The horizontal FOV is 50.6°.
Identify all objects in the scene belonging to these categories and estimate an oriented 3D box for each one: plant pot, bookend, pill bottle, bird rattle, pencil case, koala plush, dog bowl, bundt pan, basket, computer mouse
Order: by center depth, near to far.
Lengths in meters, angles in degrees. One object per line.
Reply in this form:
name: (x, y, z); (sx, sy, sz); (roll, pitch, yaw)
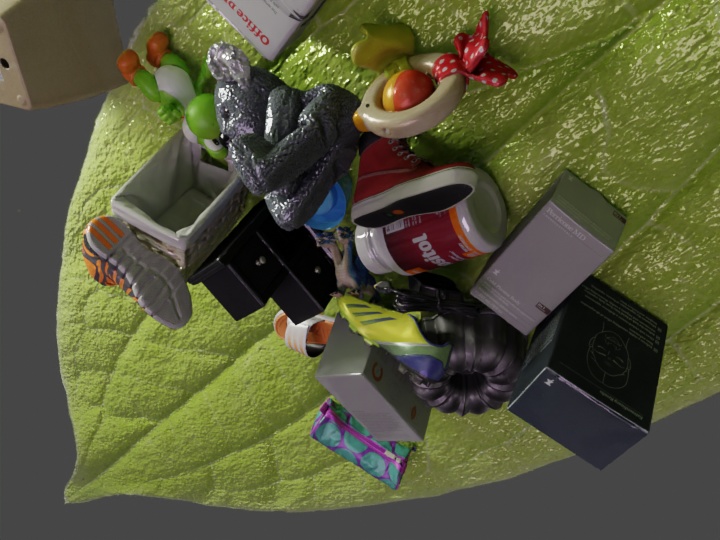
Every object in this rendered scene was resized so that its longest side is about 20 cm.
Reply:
bird rattle: (0.076, -0.215, 0.899); (0.197, 0.165, 0.113); (17, 152, 31)
koala plush: (-0.113, -0.195, 0.984); (0.199, 0.184, 0.178); (41, 174, 22)
pill bottle: (0.092, -0.059, 1.042); (0.198, 0.114, 0.114); (-17, 116, 40)
computer mouse: (0.080, 0.038, 1.065); (0.137, 0.200, 0.047); (9, 100, -12)
plant pot: (-0.486, -0.345, 1.108); (0.196, 0.178, 0.203); (16, 132, 19)
dog bowl: (-0.097, -0.148, 1.127); (0.198, 0.050, 0.112); (36, 136, 0)
bundt pan: (0.161, 0.150, 1.149); (0.197, 0.077, 0.204); (0, 135, 0)
bookend: (-0.127, 0.013, 1.172); (0.091, 0.201, 0.200); (-26, 110, 42)
basket: (-0.272, -0.097, 1.172); (0.134, 0.201, 0.124); (27, 140, 8)
pencil case: (0.002, 0.324, 1.434); (0.198, 0.086, 0.093); (31, 152, 5)

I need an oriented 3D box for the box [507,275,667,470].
box: (0.303, 0.127, 1.005); (0.147, 0.201, 0.108); (32, 136, 3)

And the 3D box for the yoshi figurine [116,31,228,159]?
yoshi figurine: (-0.248, -0.250, 1.078); (0.200, 0.112, 0.113); (46, 110, 4)

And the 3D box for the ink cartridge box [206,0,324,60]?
ink cartridge box: (-0.095, -0.379, 0.909); (0.146, 0.084, 0.199); (44, 135, -8)

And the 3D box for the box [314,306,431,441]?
box: (0.032, 0.171, 1.229); (0.096, 0.126, 0.201); (-8, 136, 35)

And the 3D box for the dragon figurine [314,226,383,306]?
dragon figurine: (0.000, 0.000, 1.179); (0.058, 0.102, 0.199); (-6, 159, 34)

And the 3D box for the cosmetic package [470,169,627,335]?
cosmetic package: (0.244, -0.020, 1.002); (0.106, 0.090, 0.201); (36, 139, 4)

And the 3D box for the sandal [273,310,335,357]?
sandal: (-0.075, 0.115, 1.325); (0.203, 0.059, 0.080); (4, 128, 28)

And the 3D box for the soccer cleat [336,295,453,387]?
soccer cleat: (0.050, 0.084, 1.095); (0.199, 0.085, 0.064); (35, -175, 30)

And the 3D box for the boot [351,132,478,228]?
boot: (0.065, -0.145, 0.968); (0.072, 0.148, 0.198); (18, 160, -41)

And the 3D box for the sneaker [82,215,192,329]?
sneaker: (-0.333, 0.010, 1.132); (0.201, 0.078, 0.112); (51, 148, -7)
